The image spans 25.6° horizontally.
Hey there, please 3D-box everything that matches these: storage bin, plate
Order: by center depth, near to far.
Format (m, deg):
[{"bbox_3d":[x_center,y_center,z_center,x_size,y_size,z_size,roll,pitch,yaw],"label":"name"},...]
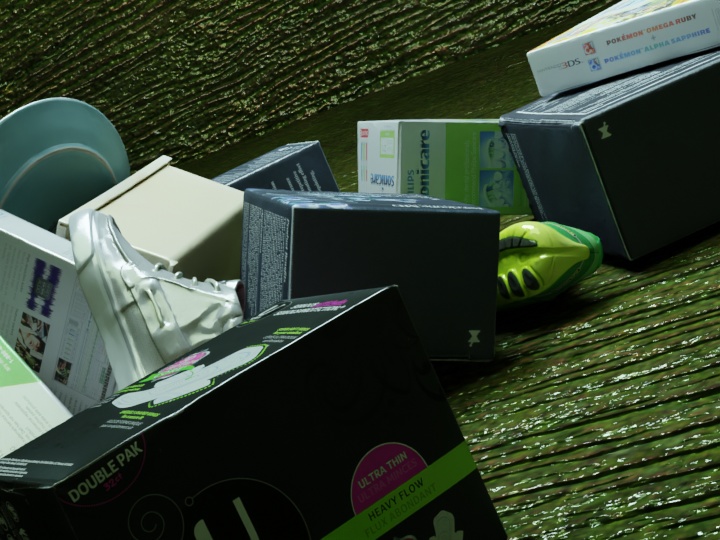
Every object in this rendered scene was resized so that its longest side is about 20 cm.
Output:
[{"bbox_3d":[-0.241,-0.033,1.217,0.026,0.201,0.200,21,36,31],"label":"plate"},{"bbox_3d":[-0.170,0.038,1.252,0.094,0.199,0.200,18,21,9],"label":"storage bin"}]

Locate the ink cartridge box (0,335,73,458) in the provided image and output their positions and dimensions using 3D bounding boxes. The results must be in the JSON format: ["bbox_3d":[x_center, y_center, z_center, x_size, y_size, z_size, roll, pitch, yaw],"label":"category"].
[{"bbox_3d":[-0.278,0.146,1.016,0.200,0.146,0.084,-36,-29,-20],"label":"ink cartridge box"}]

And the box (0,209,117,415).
[{"bbox_3d":[-0.202,0.059,1.130,0.200,0.145,0.036,25,23,17],"label":"box"}]

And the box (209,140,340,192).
[{"bbox_3d":[-0.112,-0.018,1.542,0.200,0.149,0.107,-26,11,-18],"label":"box"}]

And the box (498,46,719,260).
[{"bbox_3d":[0.246,-0.104,1.276,0.200,0.123,0.198,-24,10,-9],"label":"box"}]

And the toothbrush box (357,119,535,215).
[{"bbox_3d":[0.110,-0.093,1.426,0.200,0.086,0.146,-2,6,-13],"label":"toothbrush box"}]

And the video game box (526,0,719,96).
[{"bbox_3d":[0.264,-0.212,1.330,0.182,0.047,0.200,-16,11,38],"label":"video game box"}]

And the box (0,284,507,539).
[{"bbox_3d":[-0.057,0.117,0.780,0.200,0.149,0.124,-30,11,-29],"label":"box"}]

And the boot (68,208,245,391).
[{"bbox_3d":[-0.119,0.027,1.022,0.095,0.200,0.074,-25,-31,-1],"label":"boot"}]

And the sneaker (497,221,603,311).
[{"bbox_3d":[0.117,0.002,1.226,0.083,0.074,0.200,-1,-3,-25],"label":"sneaker"}]

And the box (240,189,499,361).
[{"bbox_3d":[0.000,0.000,1.162,0.148,0.107,0.200,1,6,-14],"label":"box"}]
